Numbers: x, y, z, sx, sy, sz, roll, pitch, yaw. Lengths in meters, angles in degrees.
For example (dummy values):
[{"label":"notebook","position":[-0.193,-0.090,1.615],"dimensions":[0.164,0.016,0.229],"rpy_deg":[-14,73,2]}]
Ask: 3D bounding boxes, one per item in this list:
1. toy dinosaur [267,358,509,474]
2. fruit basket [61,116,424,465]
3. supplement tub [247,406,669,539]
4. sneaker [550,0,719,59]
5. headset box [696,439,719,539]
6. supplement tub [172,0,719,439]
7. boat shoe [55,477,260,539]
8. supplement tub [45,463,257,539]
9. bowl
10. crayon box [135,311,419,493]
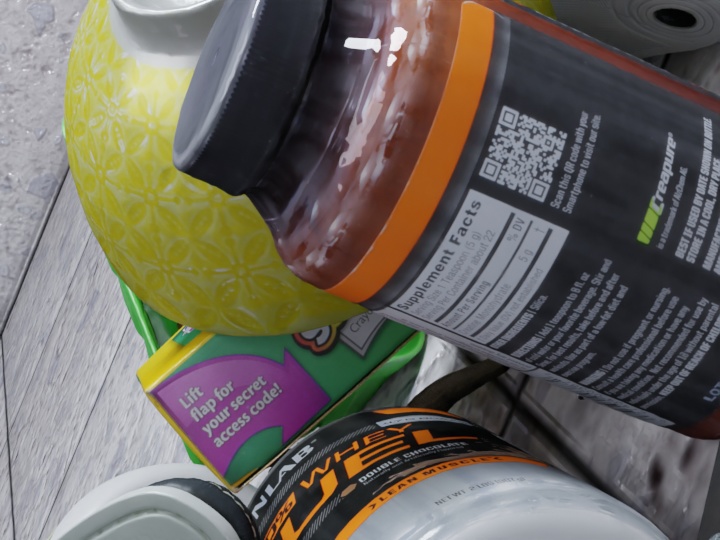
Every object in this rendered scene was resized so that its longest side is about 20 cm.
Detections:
[{"label":"toy dinosaur","position":[-0.013,0.113,0.821],"dimensions":[0.201,0.088,0.047],"rpy_deg":[-67,25,9]},{"label":"fruit basket","position":[-0.050,-0.031,0.962],"dimensions":[0.215,0.154,0.217],"rpy_deg":[166,90,-69]},{"label":"supplement tub","position":[0.026,0.113,0.624],"dimensions":[0.123,0.122,0.200],"rpy_deg":[-69,15,-1]},{"label":"sneaker","position":[0.109,-0.143,0.776],"dimensions":[0.200,0.073,0.113],"rpy_deg":[152,137,-69]},{"label":"headset box","position":[0.152,0.004,0.420],"dimensions":[0.149,0.075,0.201],"rpy_deg":[151,138,-68]},{"label":"supplement tub","position":[0.045,-0.028,0.599],"dimensions":[0.107,0.199,0.107],"rpy_deg":[-58,17,30]},{"label":"boat shoe","position":[-0.079,0.129,0.652],"dimensions":[0.060,0.076,0.200],"rpy_deg":[-42,-9,-50]},{"label":"supplement tub","position":[-0.114,0.194,0.957],"dimensions":[0.200,0.144,0.146],"rpy_deg":[-47,26,55]},{"label":"bowl","position":[-0.034,-0.088,0.700],"dimensions":[0.199,0.108,0.201],"rpy_deg":[-14,51,18]},{"label":"crayon box","position":[0.000,0.000,0.792],"dimensions":[0.200,0.058,0.173],"rpy_deg":[-42,6,-6]}]
